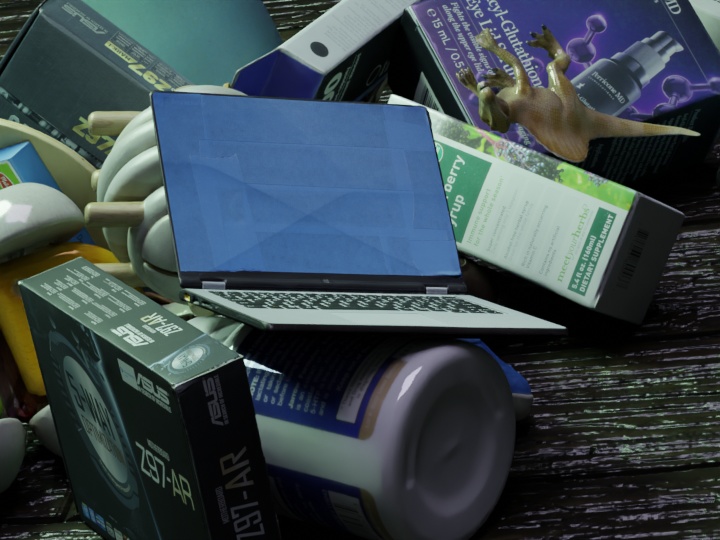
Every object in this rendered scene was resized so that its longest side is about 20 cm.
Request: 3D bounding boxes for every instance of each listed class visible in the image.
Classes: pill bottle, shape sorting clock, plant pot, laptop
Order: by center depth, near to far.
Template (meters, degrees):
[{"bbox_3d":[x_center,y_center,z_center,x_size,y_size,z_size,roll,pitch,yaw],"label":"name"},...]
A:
[{"bbox_3d":[-0.004,-0.033,1.481,0.186,0.117,0.200,1,8,-26],"label":"laptop"},{"bbox_3d":[-0.022,0.085,1.484,0.199,0.120,0.120,11,32,39],"label":"pill bottle"},{"bbox_3d":[-0.238,-0.021,1.709,0.199,0.201,0.039,0,39,22],"label":"shape sorting clock"},{"bbox_3d":[-0.154,-0.168,1.972,0.199,0.189,0.200,-17,20,6],"label":"plant pot"}]

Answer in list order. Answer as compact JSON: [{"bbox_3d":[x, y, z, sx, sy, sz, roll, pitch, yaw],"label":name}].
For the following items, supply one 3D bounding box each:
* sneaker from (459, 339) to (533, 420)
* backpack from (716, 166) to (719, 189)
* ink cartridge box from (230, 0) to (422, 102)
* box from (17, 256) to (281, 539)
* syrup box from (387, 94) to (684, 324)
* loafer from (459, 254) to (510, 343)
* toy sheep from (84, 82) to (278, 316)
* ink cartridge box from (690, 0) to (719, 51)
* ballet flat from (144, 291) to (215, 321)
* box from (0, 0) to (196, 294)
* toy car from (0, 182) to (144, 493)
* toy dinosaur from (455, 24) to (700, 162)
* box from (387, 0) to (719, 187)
[{"bbox_3d":[0.031,0.012,1.584,0.199,0.112,0.077,25,8,33],"label":"sneaker"},{"bbox_3d":[0.324,-0.102,1.742,0.162,0.154,0.201,-8,46,13],"label":"backpack"},{"bbox_3d":[-0.049,-0.098,1.822,0.043,0.199,0.200,38,43,12],"label":"ink cartridge box"},{"bbox_3d":[-0.115,0.096,1.450,0.043,0.161,0.200,-23,28,-25],"label":"box"},{"bbox_3d":[0.099,-0.040,1.670,0.199,0.079,0.081,24,4,31],"label":"syrup box"},{"bbox_3d":[0.000,0.000,1.686,0.199,0.071,0.073,5,73,31],"label":"loafer"},{"bbox_3d":[-0.101,-0.041,1.582,0.137,0.138,0.201,-9,46,5],"label":"toy sheep"},{"bbox_3d":[0.304,-0.196,2.001,0.144,0.084,0.200,-19,26,-18],"label":"ink cartridge box"},{"bbox_3d":[-0.086,0.058,1.638,0.199,0.063,0.069,15,35,43],"label":"ballet flat"},{"bbox_3d":[-0.163,-0.067,1.718,0.200,0.158,0.051,37,29,-3],"label":"box"},{"bbox_3d":[-0.235,0.054,1.629,0.199,0.176,0.150,-20,-9,-19],"label":"toy car"},{"bbox_3d":[0.126,-0.108,1.717,0.199,0.058,0.101,4,45,-43],"label":"toy dinosaur"},{"bbox_3d":[0.141,-0.131,1.826,0.199,0.104,0.148,-21,66,-18],"label":"box"}]
